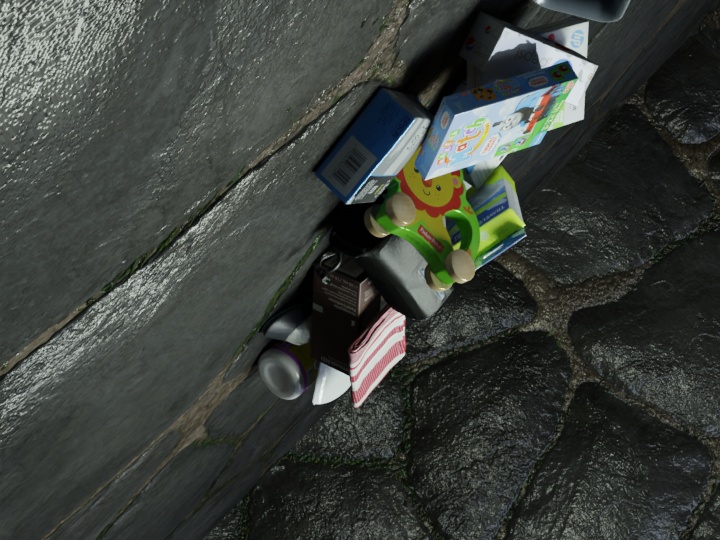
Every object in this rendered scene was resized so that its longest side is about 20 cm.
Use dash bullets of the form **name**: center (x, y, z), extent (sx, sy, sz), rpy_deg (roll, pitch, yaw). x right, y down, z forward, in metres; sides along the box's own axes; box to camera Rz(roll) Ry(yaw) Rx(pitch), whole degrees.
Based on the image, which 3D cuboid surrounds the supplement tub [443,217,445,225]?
- **supplement tub**: center (0.116, -0.050, 1.879), extent (0.200, 0.144, 0.145), rpy_deg (-45, 170, -15)

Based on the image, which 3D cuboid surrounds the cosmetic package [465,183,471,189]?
- **cosmetic package**: center (0.178, -0.160, 2.001), extent (0.102, 0.071, 0.200), rpy_deg (-54, 176, -31)

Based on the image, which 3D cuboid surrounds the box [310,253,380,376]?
- **box**: center (-0.025, 0.072, 1.794), extent (0.075, 0.100, 0.201), rpy_deg (-38, 141, -44)

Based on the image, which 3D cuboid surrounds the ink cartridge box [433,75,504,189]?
- **ink cartridge box**: center (0.204, -0.249, 1.659), extent (0.200, 0.086, 0.146), rpy_deg (-49, 156, -3)

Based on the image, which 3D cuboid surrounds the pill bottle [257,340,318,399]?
- **pill bottle**: center (-0.096, 0.151, 2.004), extent (0.200, 0.104, 0.104), rpy_deg (-39, 167, -43)

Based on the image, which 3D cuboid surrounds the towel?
- **towel**: center (0.030, 0.141, 1.799), extent (0.144, 0.023, 0.201), rpy_deg (-47, 156, -25)

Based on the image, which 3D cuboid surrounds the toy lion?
- **toy lion**: center (0.103, -0.099, 1.543), extent (0.069, 0.200, 0.192), rpy_deg (-26, -152, 48)

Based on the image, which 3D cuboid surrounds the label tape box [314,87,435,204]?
- **label tape box**: center (0.033, -0.164, 1.417), extent (0.143, 0.066, 0.200), rpy_deg (-50, 168, 15)

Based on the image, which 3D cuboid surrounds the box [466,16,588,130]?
- **box**: center (0.247, -0.276, 1.562), extent (0.199, 0.041, 0.157), rpy_deg (-20, 123, -27)

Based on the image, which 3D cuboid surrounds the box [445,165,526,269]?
- **box**: center (0.192, -0.080, 1.661), extent (0.122, 0.048, 0.200), rpy_deg (-36, -160, 18)

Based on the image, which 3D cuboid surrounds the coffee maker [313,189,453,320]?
- **coffee maker**: center (0.044, -0.016, 1.659), extent (0.192, 0.135, 0.200), rpy_deg (-33, 134, 5)

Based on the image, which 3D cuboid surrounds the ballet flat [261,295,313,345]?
- **ballet flat**: center (-0.097, 0.090, 1.860), extent (0.073, 0.073, 0.200), rpy_deg (-52, 169, 27)

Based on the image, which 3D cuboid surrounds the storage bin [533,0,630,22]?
- **storage bin**: center (0.289, -0.425, 1.342), extent (0.200, 0.145, 0.135), rpy_deg (63, 43, -80)

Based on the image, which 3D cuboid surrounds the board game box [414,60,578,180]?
- **board game box**: center (0.182, -0.202, 1.435), extent (0.199, 0.037, 0.152), rpy_deg (-19, 157, -22)

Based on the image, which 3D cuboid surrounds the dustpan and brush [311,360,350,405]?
- **dustpan and brush**: center (-0.035, 0.178, 1.976), extent (0.199, 0.057, 0.141), rpy_deg (9, 93, -52)

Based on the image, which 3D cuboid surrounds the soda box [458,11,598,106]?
- **soda box**: center (0.236, -0.292, 1.473), extent (0.199, 0.064, 0.068), rpy_deg (10, 116, -39)
